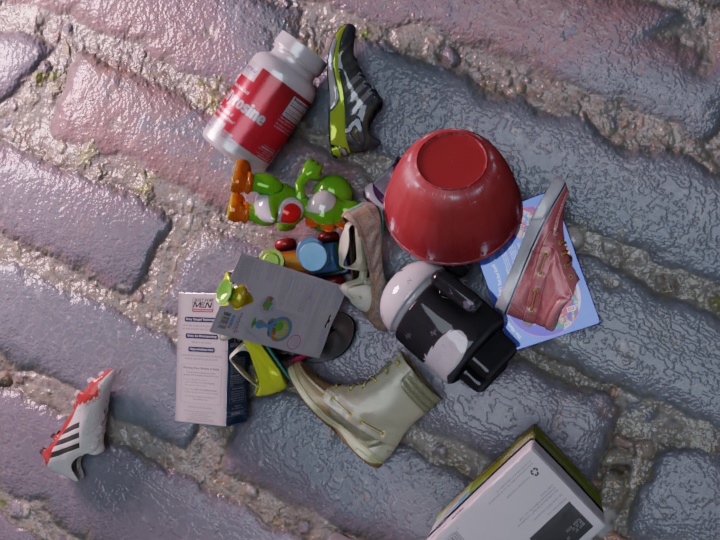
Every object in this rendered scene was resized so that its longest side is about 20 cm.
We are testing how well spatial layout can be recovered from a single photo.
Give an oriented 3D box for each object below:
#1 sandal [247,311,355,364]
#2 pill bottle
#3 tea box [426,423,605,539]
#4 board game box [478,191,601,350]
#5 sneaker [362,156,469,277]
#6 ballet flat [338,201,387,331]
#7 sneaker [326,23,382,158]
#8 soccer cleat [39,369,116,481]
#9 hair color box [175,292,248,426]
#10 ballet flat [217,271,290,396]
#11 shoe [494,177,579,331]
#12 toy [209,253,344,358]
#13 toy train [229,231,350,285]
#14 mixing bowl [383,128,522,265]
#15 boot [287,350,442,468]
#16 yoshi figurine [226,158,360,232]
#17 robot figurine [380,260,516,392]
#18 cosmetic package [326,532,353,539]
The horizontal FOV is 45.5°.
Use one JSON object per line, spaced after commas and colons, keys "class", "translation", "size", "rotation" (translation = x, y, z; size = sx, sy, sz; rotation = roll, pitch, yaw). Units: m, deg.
{"class": "sandal", "translation": [-0.103, 0.109, 1.310], "size": [0.199, 0.045, 0.075], "rotation": [-11, 84, 13]}
{"class": "pill bottle", "translation": [-0.141, -0.255, 1.300], "size": [0.112, 0.112, 0.200], "rotation": [37, 96, 12]}
{"class": "tea box", "translation": [0.207, 0.332, 1.149], "size": [0.200, 0.197, 0.134], "rotation": [-45, 80, 7]}
{"class": "board game box", "translation": [0.246, 0.002, 1.231], "size": [0.134, 0.045, 0.201], "rotation": [-19, 83, 12]}
{"class": "sneaker", "translation": [0.098, -0.080, 1.258], "size": [0.200, 0.074, 0.088], "rotation": [43, 93, 12]}
{"class": "ballet flat", "translation": [0.000, 0.000, 1.252], "size": [0.068, 0.067, 0.201], "rotation": [18, 119, 55]}
{"class": "sneaker", "translation": [-0.007, -0.271, 1.298], "size": [0.081, 0.074, 0.201], "rotation": [-1, 93, 4]}
{"class": "soccer cleat", "translation": [-0.434, 0.248, 1.379], "size": [0.085, 0.069, 0.200], "rotation": [36, 99, 4]}
{"class": "hair color box", "translation": [-0.228, 0.134, 1.323], "size": [0.100, 0.060, 0.201], "rotation": [0, 89, 27]}
{"class": "ballet flat", "translation": [-0.171, 0.101, 1.262], "size": [0.067, 0.067, 0.201], "rotation": [-27, 109, -5]}
{"class": "shoe", "translation": [0.263, -0.020, 1.171], "size": [0.091, 0.071, 0.201], "rotation": [23, 98, 12]}
{"class": "toy", "translation": [-0.121, 0.049, 1.224], "size": [0.047, 0.200, 0.116], "rotation": [26, 95, 45]}
{"class": "toy train", "translation": [-0.124, -0.008, 1.284], "size": [0.199, 0.116, 0.085], "rotation": [-8, 85, 13]}
{"class": "mixing bowl", "translation": [0.126, -0.120, 1.179], "size": [0.199, 0.109, 0.201], "rotation": [-2, 60, 4]}
{"class": "boot", "translation": [0.005, 0.170, 1.270], "size": [0.200, 0.072, 0.155], "rotation": [44, 98, 6]}
{"class": "yoshi figurine", "translation": [-0.094, -0.110, 1.282], "size": [0.199, 0.112, 0.113], "rotation": [10, 80, -7]}
{"class": "robot figurine", "translation": [0.121, 0.075, 1.202], "size": [0.200, 0.125, 0.151], "rotation": [41, 110, 17]}
{"class": "cosmetic package", "translation": [-0.019, 0.496, 1.195], "size": [0.164, 0.200, 0.166], "rotation": [24, 93, 13]}
